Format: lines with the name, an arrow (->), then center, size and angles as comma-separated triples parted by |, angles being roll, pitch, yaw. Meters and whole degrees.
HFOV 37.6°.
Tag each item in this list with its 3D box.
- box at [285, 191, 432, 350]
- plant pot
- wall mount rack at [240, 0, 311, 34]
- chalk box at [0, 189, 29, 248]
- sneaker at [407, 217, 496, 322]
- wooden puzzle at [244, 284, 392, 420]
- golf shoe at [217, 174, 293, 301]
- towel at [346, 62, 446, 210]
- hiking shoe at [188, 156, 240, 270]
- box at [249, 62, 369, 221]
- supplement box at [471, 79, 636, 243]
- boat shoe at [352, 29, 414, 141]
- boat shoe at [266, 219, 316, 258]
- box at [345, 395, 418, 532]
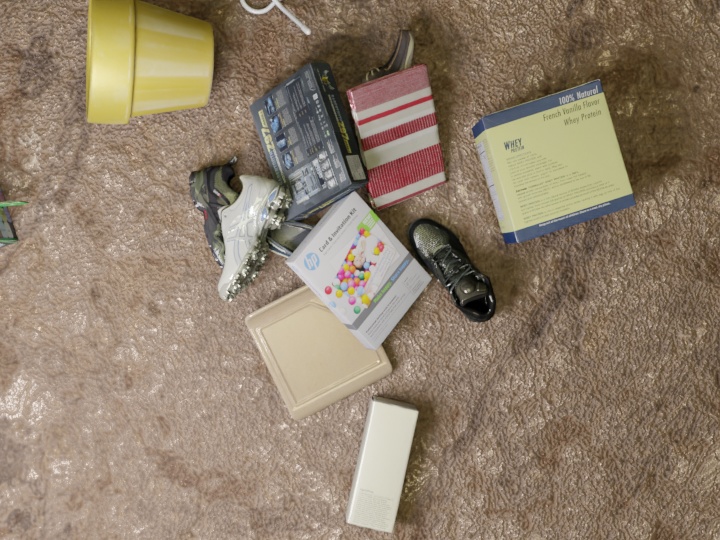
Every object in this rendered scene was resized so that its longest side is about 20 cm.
box -> 0.000, 0.000, 1.666 | 0.200, 0.041, 0.156 | 47, 71, -18
plant pot -> -0.328, -0.327, 1.640 | 0.185, 0.200, 0.205 | 1, 91, -18
wall mount rack -> -0.099, -0.477, 1.691 | 0.200, 0.075, 0.174 | -45, 91, 0
chalk box -> -0.624, -0.086, 1.659 | 0.197, 0.124, 0.126 | -20, 91, -2
sneaker -> 0.151, -0.003, 1.684 | 0.076, 0.114, 0.201 | -35, 89, -2
wooden puzzle -> -0.067, 0.119, 1.709 | 0.183, 0.037, 0.202 | -26, 104, -1
golf shoe -> -0.186, -0.054, 1.643 | 0.096, 0.078, 0.202 | 25, 85, 11
towel -> 0.060, -0.211, 1.673 | 0.142, 0.023, 0.203 | -22, 115, -20
hiking shoe -> -0.201, -0.079, 1.692 | 0.099, 0.076, 0.203 | -22, 90, 2
box -> -0.083, -0.199, 1.651 | 0.157, 0.051, 0.203 | -26, 80, 41
supplement box -> 0.301, -0.168, 1.673 | 0.197, 0.134, 0.203 | -17, 91, -1
boat shoe -> 0.035, -0.294, 1.697 | 0.072, 0.074, 0.203 | 17, 89, -2
boat shoe -> -0.067, -0.038, 1.702 | 0.197, 0.062, 0.076 | 23, 86, -3
box -> 0.034, 0.311, 1.705 | 0.081, 0.068, 0.204 | 14, 90, -2
